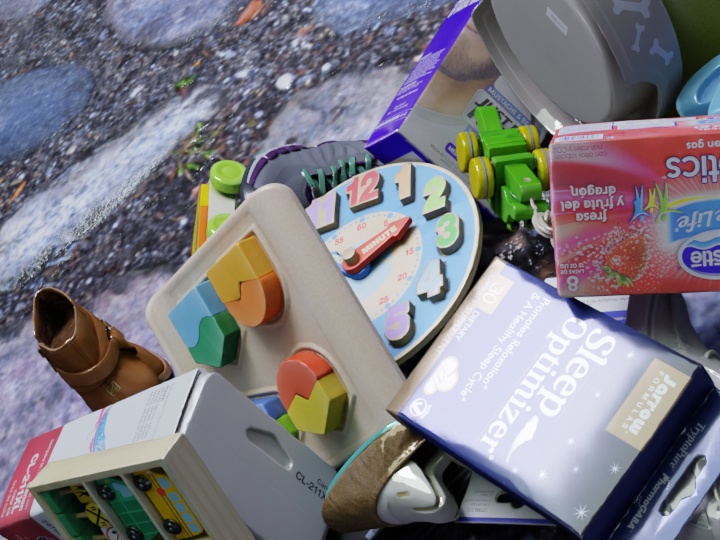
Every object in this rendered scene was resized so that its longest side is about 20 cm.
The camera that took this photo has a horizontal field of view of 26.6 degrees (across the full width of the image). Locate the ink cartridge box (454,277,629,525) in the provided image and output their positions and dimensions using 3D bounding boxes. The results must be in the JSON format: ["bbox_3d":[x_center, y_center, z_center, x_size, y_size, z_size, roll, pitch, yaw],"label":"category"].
[{"bbox_3d":[0.137,0.087,1.001,0.094,0.037,0.201,-7,45,42],"label":"ink cartridge box"}]

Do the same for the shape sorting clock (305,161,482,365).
[{"bbox_3d":[0.000,0.000,1.122,0.199,0.039,0.201,-24,39,21],"label":"shape sorting clock"}]

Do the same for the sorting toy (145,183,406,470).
[{"bbox_3d":[-0.068,0.061,1.073,0.036,0.186,0.200,-25,-10,-43],"label":"sorting toy"}]

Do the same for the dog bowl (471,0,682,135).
[{"bbox_3d":[0.152,-0.175,1.094,0.058,0.201,0.200,-36,32,-13],"label":"dog bowl"}]

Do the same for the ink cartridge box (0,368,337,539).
[{"bbox_3d":[-0.136,0.164,1.067,0.199,0.146,0.083,-24,35,40],"label":"ink cartridge box"}]

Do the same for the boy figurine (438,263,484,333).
[{"bbox_3d":[0.001,0.034,1.172,0.199,0.064,0.125,-10,46,40],"label":"boy figurine"}]

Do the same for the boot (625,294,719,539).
[{"bbox_3d":[0.215,0.081,0.910,0.095,0.074,0.201,-16,50,24],"label":"boot"}]

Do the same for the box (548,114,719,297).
[{"bbox_3d":[0.216,-0.043,0.921,0.198,0.096,0.103,-3,11,10],"label":"box"}]

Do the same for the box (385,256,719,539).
[{"bbox_3d":[0.120,0.081,0.897,0.199,0.032,0.122,30,79,40],"label":"box"}]

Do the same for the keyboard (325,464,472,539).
[{"bbox_3d":[0.007,0.167,1.059,0.200,0.021,0.127,-49,36,-11],"label":"keyboard"}]

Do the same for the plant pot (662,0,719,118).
[{"bbox_3d":[0.233,-0.246,1.129,0.199,0.193,0.201,-26,36,21],"label":"plant pot"}]

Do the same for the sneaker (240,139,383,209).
[{"bbox_3d":[-0.024,-0.078,1.254,0.087,0.075,0.200,-11,13,27],"label":"sneaker"}]

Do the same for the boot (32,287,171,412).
[{"bbox_3d":[-0.224,0.068,1.277,0.074,0.155,0.200,-48,34,-9],"label":"boot"}]

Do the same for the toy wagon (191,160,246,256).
[{"bbox_3d":[-0.120,0.014,1.249,0.039,0.156,0.201,6,41,-7],"label":"toy wagon"}]

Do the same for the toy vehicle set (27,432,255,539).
[{"bbox_3d":[-0.114,0.199,0.984,0.123,0.201,0.027,-16,24,35],"label":"toy vehicle set"}]

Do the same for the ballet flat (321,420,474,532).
[{"bbox_3d":[0.060,0.115,0.978,0.200,0.068,0.072,-42,46,6],"label":"ballet flat"}]

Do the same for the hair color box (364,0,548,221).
[{"bbox_3d":[0.103,-0.146,1.217,0.201,0.109,0.065,-59,18,-23],"label":"hair color box"}]

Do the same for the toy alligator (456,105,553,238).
[{"bbox_3d":[0.112,-0.056,1.096,0.059,0.055,0.201,-8,32,-8],"label":"toy alligator"}]

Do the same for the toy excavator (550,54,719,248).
[{"bbox_3d":[0.239,-0.083,1.029,0.199,0.100,0.195,-22,27,46],"label":"toy excavator"}]
